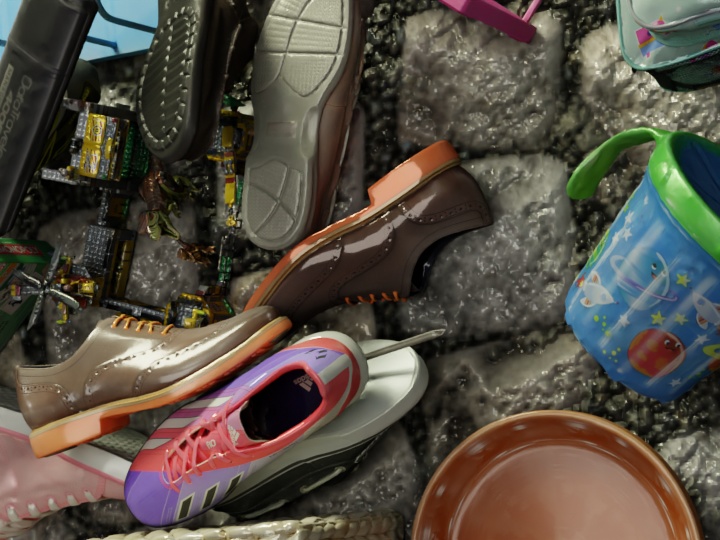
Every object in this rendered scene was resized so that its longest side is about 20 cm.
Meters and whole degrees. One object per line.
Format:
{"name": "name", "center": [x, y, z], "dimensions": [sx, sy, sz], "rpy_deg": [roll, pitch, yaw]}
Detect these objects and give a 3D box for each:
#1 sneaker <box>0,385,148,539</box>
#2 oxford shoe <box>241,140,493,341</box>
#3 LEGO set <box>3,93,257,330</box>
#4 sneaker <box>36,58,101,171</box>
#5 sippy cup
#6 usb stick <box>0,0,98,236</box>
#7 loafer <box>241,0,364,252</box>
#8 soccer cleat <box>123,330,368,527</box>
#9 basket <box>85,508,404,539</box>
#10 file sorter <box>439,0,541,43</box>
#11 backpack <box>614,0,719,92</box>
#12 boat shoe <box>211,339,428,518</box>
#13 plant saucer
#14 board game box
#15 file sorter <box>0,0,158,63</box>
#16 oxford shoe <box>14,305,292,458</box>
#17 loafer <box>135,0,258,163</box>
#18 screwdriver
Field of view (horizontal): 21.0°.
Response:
{"name": "sneaker", "center": [-0.221, 0.156, 1.399], "dimensions": [0.199, 0.075, 0.105], "rpy_deg": [16, 97, 26]}
{"name": "oxford shoe", "center": [0.000, 0.000, 1.310], "dimensions": [0.200, 0.071, 0.073], "rpy_deg": [-39, 81, 18]}
{"name": "LEGO set", "center": [-0.155, -0.038, 1.348], "dimensions": [0.153, 0.116, 0.201], "rpy_deg": [21, 97, 22]}
{"name": "sneaker", "center": [-0.257, -0.087, 1.420], "dimensions": [0.200, 0.084, 0.075], "rpy_deg": [-36, 82, 38]}
{"name": "sippy cup", "center": [0.200, 0.006, 1.200], "dimensions": [0.139, 0.178, 0.130], "rpy_deg": [29, 118, -23]}
{"name": "usb stick", "center": [-0.231, -0.113, 1.322], "dimensions": [0.055, 0.033, 0.201], "rpy_deg": [37, 120, 18]}
{"name": "loafer", "center": [-0.036, -0.111, 1.335], "dimensions": [0.072, 0.063, 0.201], "rpy_deg": [12, 90, 28]}
{"name": "soccer cleat", "center": [-0.085, 0.107, 1.262], "dimensions": [0.200, 0.073, 0.068], "rpy_deg": [-34, 88, 19]}
{"name": "basket", "center": [-0.080, 0.246, 1.270], "dimensions": [0.197, 0.200, 0.162], "rpy_deg": [-8, 84, 22]}
{"name": "file sorter", "center": [0.041, -0.259, 1.260], "dimensions": [0.200, 0.139, 0.126], "rpy_deg": [35, 100, 20]}
{"name": "backpack", "center": [0.247, -0.211, 1.168], "dimensions": [0.199, 0.153, 0.177], "rpy_deg": [-8, 81, 15]}
{"name": "boat shoe", "center": [-0.029, 0.111, 1.324], "dimensions": [0.199, 0.064, 0.071], "rpy_deg": [-28, 46, 25]}
{"name": "plant saucer", "center": [0.130, 0.192, 1.271], "dimensions": [0.199, 0.032, 0.202], "rpy_deg": [0, 90, 23]}
{"name": "board game box", "center": [-0.311, 0.060, 1.404], "dimensions": [0.029, 0.134, 0.200], "rpy_deg": [44, 104, 18]}
{"name": "file sorter", "center": [-0.245, -0.221, 1.388], "dimensions": [0.199, 0.123, 0.140], "rpy_deg": [-8, 85, 23]}
{"name": "oxford shoe", "center": [-0.143, 0.058, 1.302], "dimensions": [0.199, 0.071, 0.073], "rpy_deg": [-23, 86, 8]}
{"name": "loafer", "center": [-0.100, -0.155, 1.316], "dimensions": [0.073, 0.071, 0.201], "rpy_deg": [-30, 45, 45]}
{"name": "screwdriver", "center": [-0.026, 0.070, 1.291], "dimensions": [0.199, 0.029, 0.028], "rpy_deg": [-17, 51, 24]}
